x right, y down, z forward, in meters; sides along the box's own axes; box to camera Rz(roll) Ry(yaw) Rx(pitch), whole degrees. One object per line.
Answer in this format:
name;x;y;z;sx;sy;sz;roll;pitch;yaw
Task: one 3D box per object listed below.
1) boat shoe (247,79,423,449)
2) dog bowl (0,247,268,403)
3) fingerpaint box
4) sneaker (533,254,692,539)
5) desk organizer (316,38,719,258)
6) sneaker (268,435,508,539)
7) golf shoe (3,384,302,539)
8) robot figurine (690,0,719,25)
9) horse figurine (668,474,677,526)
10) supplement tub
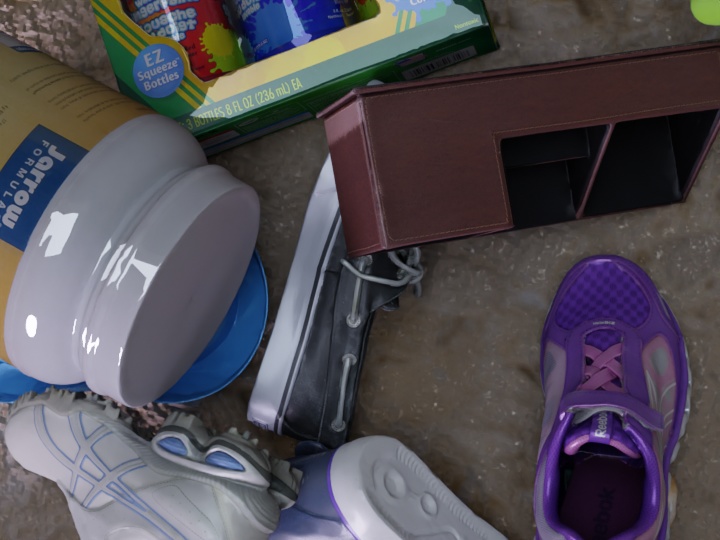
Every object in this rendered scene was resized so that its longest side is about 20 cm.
boat shoe;0.000;0.000;0.791;0.068;0.074;0.199;19;93;7
dog bowl;-0.144;0.018;0.827;0.200;0.050;0.112;-1;87;9
fingerpaint box;-0.046;-0.169;0.806;0.200;0.073;0.167;-19;84;8
sneaker;0.124;0.075;0.736;0.080;0.088;0.200;0;62;14
desk organizer;0.087;-0.061;0.742;0.200;0.072;0.077;-10;89;-16
sneaker;0.007;0.182;0.791;0.146;0.081;0.200;-28;109;35
golf shoe;-0.128;0.118;0.751;0.200;0.078;0.097;5;66;43
robot figurine;0.251;-0.173;0.719;0.200;0.116;0.175;-47;110;-19
horse figurine;0.198;0.167;0.762;0.200;0.050;0.133;-9;81;8
supplement tub;-0.166;-0.032;0.732;0.200;0.145;0.145;28;92;14
